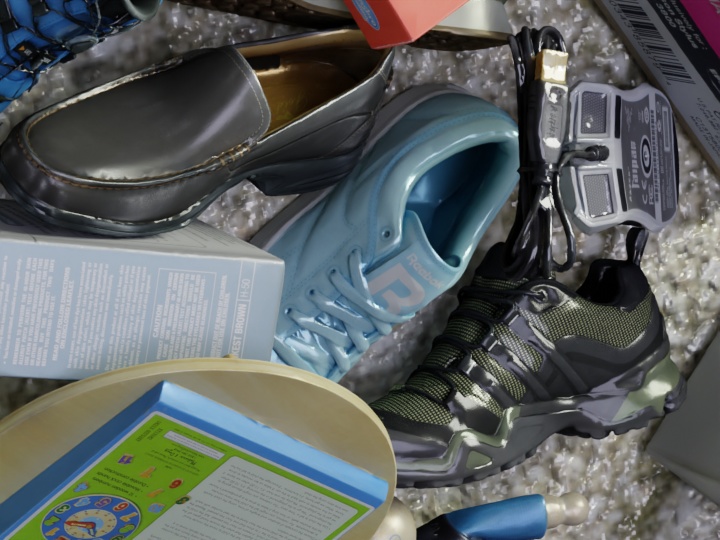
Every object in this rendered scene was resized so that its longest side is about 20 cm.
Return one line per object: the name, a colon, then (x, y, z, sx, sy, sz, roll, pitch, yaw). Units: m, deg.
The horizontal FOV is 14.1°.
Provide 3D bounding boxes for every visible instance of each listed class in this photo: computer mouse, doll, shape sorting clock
computer mouse: (0.100, -0.049, 1.317, 0.200, 0.044, 0.110, 3, 83, -69)
doll: (0.061, 0.157, 1.371, 0.200, 0.048, 0.136, 36, 105, -31)
shape sorting clock: (-0.083, 0.099, 1.250, 0.200, 0.039, 0.200, -11, 140, -9)

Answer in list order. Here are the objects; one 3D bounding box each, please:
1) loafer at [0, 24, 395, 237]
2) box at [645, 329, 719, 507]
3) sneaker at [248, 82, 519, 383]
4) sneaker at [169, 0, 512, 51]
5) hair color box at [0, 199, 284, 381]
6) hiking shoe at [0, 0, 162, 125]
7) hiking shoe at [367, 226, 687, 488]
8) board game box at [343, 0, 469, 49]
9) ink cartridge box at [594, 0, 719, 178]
loafer: (-0.067, -0.068, 1.225, 0.200, 0.073, 0.072, -19, 152, -45)
box: (0.293, 0.088, 1.400, 0.199, 0.200, 0.171, 37, 81, -29)
sneaker: (0.000, 0.000, 1.299, 0.074, 0.082, 0.200, 38, 83, -27)
sneaker: (-0.021, -0.155, 1.272, 0.200, 0.067, 0.090, 8, 84, -24)
hair color box: (-0.144, 0.007, 1.218, 0.200, 0.099, 0.061, 5, 99, -27)
hiking shoe: (-0.128, -0.115, 1.180, 0.074, 0.087, 0.200, 12, 115, -55)
hiking shoe: (0.056, 0.040, 1.351, 0.200, 0.076, 0.101, -15, 95, -31)
board game box: (0.018, -0.219, 1.229, 0.153, 0.040, 0.200, -38, 105, -21)
ink cartridge box: (0.192, -0.114, 1.324, 0.075, 0.165, 0.200, -46, 116, -15)
